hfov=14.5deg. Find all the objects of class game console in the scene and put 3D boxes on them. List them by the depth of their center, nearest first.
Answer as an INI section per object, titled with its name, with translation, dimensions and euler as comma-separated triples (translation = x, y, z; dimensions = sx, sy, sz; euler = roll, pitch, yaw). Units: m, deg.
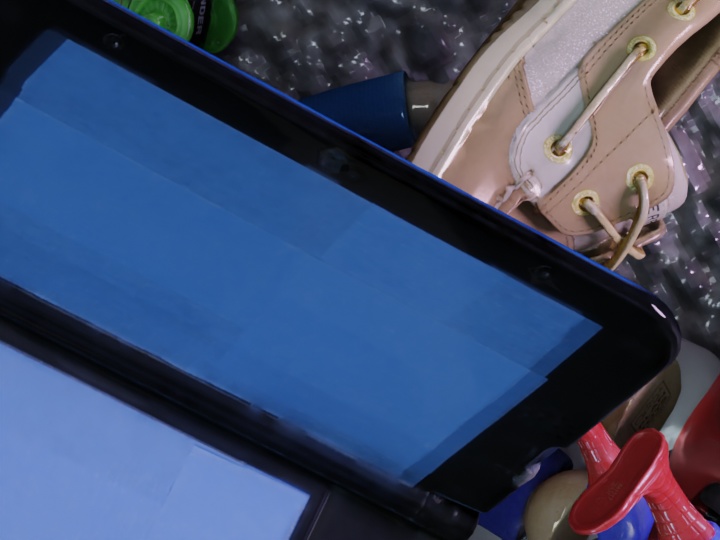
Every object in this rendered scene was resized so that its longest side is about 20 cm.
[game console]
translation = -0.055, 0.045, 0.682
dimensions = 0.200, 0.118, 0.171
euler = 28, 81, -14

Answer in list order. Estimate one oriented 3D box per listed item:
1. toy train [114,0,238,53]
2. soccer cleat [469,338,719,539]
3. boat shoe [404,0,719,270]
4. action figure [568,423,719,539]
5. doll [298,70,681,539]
[toy train]
translation = -0.054, -0.157, 0.846
dimensions = 0.056, 0.042, 0.200
euler = 15, 103, 24
[soccer cleat]
translation = 0.049, 0.104, 0.884
dimensions = 0.085, 0.069, 0.200
euler = 31, 104, 10
[boat shoe]
translation = 0.063, -0.037, 0.796
dimensions = 0.066, 0.074, 0.200
euler = 29, 75, 13
[action figure]
translation = 0.093, 0.107, 0.807
dimensions = 0.052, 0.065, 0.200
euler = -47, 134, -10
[doll]
translation = 0.000, 0.000, 0.854
dimensions = 0.200, 0.048, 0.137
euler = 33, 91, 20
